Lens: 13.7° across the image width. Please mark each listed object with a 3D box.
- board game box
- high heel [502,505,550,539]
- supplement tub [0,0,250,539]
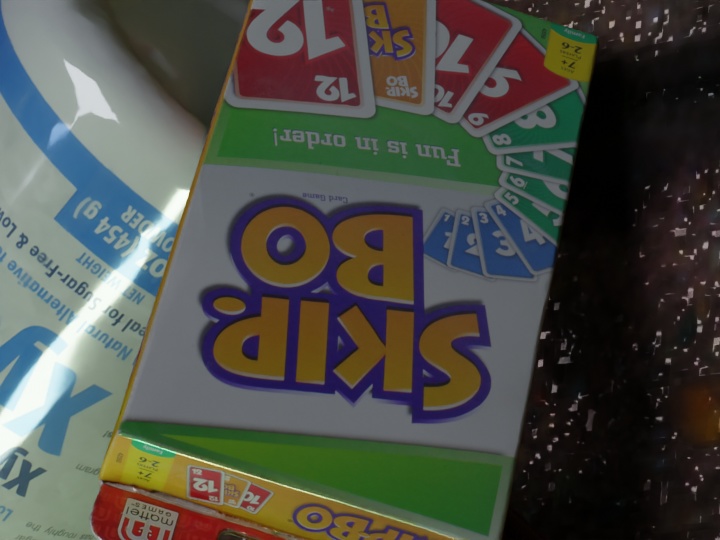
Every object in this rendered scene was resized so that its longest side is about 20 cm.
[{"bbox_3d":[0.000,0.000,0.760,0.030,0.095,0.200,111,175,-50],"label":"board game box"},{"bbox_3d":[0.058,0.066,0.744,0.200,0.067,0.096,38,111,32],"label":"high heel"},{"bbox_3d":[-0.096,0.012,0.878,0.200,0.132,0.132,-50,46,21],"label":"supplement tub"}]
